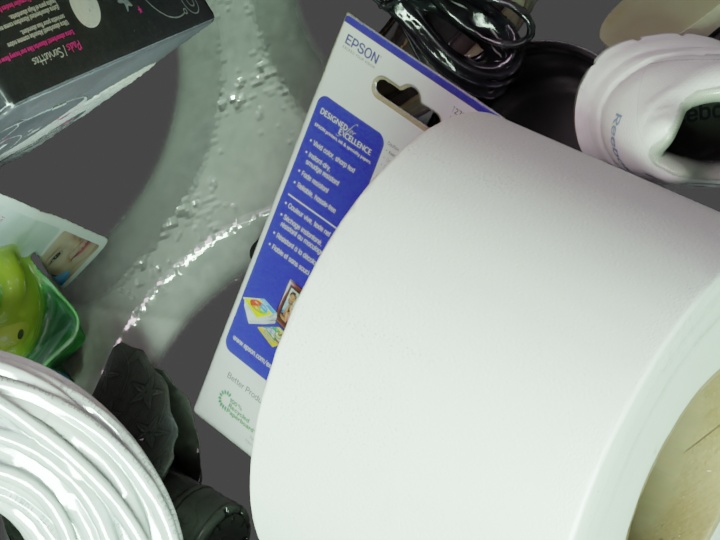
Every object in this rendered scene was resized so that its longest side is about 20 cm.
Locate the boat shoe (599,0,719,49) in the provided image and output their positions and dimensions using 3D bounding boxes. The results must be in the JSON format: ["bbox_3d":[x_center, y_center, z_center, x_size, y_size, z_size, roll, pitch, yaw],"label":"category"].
[{"bbox_3d":[0.196,-0.131,1.202,0.201,0.063,0.074,-37,30,-3],"label":"boat shoe"}]

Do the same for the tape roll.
[{"bbox_3d":[0.069,0.056,1.107,0.139,0.203,0.203,26,84,25],"label":"tape roll"}]

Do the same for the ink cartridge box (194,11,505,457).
[{"bbox_3d":[0.000,0.000,1.215,0.095,0.037,0.201,36,118,31],"label":"ink cartridge box"}]

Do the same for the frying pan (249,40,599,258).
[{"bbox_3d":[0.049,-0.020,1.247,0.190,0.031,0.115,-39,62,19],"label":"frying pan"}]

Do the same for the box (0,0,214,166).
[{"bbox_3d":[-0.176,-0.102,1.225,0.132,0.200,0.115,-33,90,26],"label":"box"}]

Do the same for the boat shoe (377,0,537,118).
[{"bbox_3d":[0.050,-0.145,1.253,0.200,0.073,0.074,-45,16,-3],"label":"boat shoe"}]

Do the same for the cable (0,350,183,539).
[{"bbox_3d":[-0.171,0.129,1.156,0.199,0.069,0.201,24,88,-14],"label":"cable"}]

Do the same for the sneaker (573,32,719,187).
[{"bbox_3d":[0.189,-0.066,1.137,0.199,0.075,0.087,-16,20,-7],"label":"sneaker"}]

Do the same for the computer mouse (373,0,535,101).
[{"bbox_3d":[0.064,-0.177,1.172,0.200,0.138,0.053,-44,16,29],"label":"computer mouse"}]

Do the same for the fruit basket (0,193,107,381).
[{"bbox_3d":[-0.201,0.042,1.249,0.185,0.200,0.094,-45,81,4],"label":"fruit basket"}]

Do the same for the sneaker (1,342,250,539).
[{"bbox_3d":[-0.122,0.138,1.260,0.104,0.060,0.200,29,81,29],"label":"sneaker"}]
